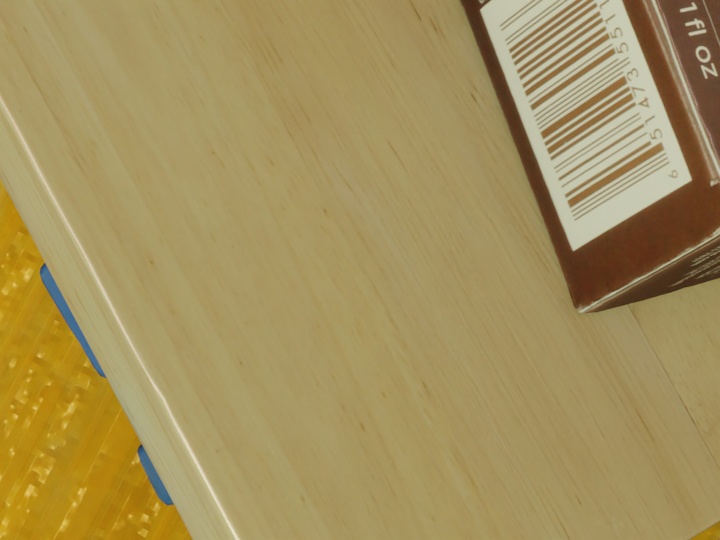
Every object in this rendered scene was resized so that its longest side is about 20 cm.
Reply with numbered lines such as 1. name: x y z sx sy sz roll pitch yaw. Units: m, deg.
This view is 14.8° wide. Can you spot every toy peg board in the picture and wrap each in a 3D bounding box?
1. toy peg board: 0.000 0.000 0.716 0.199 0.098 0.201 -25 84 -35

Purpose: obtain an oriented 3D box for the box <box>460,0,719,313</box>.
1. box: 0.132 -0.063 0.716 0.199 0.075 0.101 -14 79 -36
